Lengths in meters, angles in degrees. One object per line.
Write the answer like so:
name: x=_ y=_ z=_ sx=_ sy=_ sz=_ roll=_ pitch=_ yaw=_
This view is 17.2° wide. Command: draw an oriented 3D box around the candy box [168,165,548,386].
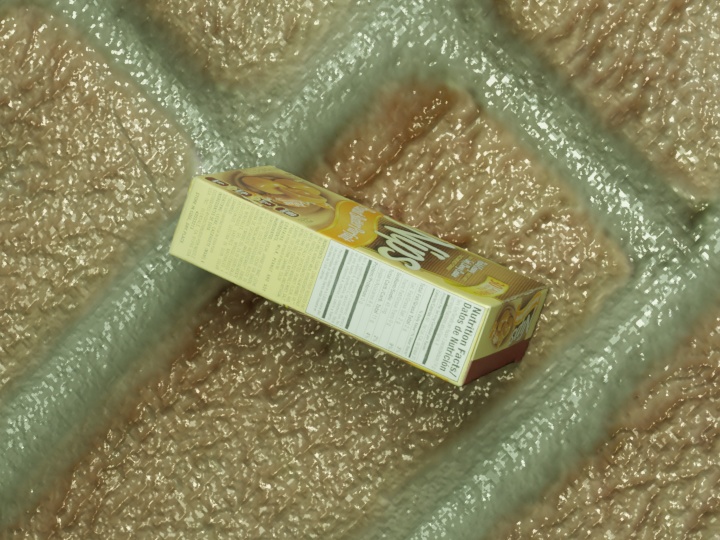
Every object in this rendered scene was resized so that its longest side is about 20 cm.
candy box: x=0.000 y=0.000 z=1.424 sx=0.199 sy=0.115 sz=0.056 roll=23 pitch=104 yaw=18
